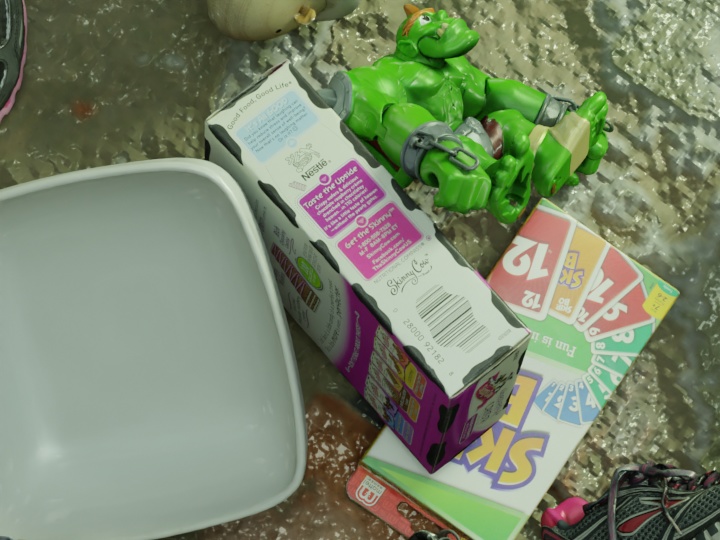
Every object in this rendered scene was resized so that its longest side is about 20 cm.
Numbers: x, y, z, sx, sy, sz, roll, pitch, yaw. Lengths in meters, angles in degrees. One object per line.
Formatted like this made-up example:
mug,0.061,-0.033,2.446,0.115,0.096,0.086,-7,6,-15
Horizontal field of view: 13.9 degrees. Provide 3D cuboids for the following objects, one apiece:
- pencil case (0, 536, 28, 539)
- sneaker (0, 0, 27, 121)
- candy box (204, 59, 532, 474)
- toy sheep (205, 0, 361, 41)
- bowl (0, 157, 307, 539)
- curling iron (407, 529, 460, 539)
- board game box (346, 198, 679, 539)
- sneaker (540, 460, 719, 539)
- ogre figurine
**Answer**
pencil case,-0.102,0.184,1.562,0.199,0.089,0.078,6,97,-22
sneaker,-0.244,-0.087,1.614,0.079,0.095,0.200,27,79,2
candy box,0.000,0.000,1.580,0.061,0.136,0.200,-38,77,-16
toy sheep,-0.032,-0.215,1.633,0.138,0.138,0.201,24,75,0
bowl,-0.129,0.039,1.577,0.199,0.075,0.200,-11,103,14
curling iron,0.003,0.230,1.607,0.026,0.050,0.200,29,88,-28
board game box,0.084,0.067,1.649,0.095,0.030,0.200,34,83,2
sneaker,0.168,0.129,1.569,0.080,0.200,0.075,-15,75,-48
ogre figurine,0.052,-0.079,1.603,0.120,0.098,0.200,29,40,18
